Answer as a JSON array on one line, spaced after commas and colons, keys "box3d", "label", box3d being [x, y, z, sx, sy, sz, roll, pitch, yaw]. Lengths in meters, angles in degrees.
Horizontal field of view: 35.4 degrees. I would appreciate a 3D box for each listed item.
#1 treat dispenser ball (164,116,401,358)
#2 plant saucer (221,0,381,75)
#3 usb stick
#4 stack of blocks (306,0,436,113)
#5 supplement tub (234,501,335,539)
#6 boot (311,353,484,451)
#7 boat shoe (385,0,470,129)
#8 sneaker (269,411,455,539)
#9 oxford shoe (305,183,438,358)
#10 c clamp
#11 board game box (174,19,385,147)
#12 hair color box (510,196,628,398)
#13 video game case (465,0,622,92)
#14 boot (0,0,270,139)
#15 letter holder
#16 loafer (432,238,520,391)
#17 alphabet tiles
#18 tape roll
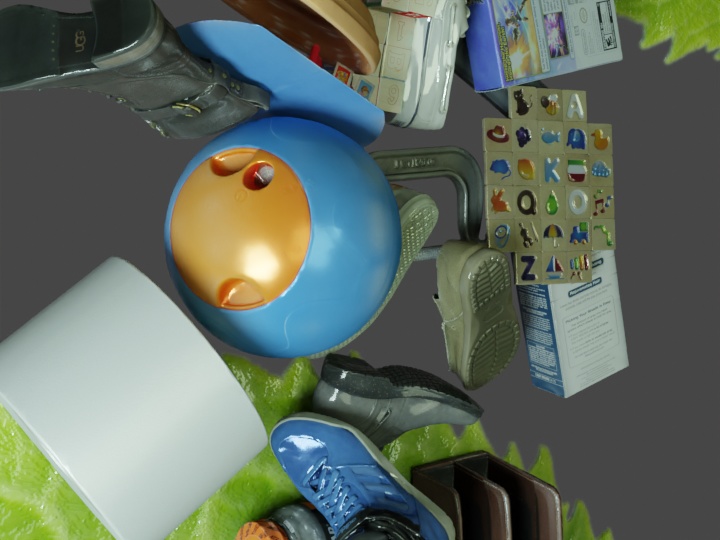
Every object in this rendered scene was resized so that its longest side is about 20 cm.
[{"box3d": [-0.065, -0.028, 0.948, 0.199, 0.200, 0.203, -7, 104, -31], "label": "treat dispenser ball"}, {"box3d": [-0.065, -0.225, 0.906, 0.200, 0.200, 0.038, 32, 88, -33], "label": "plant saucer"}, {"box3d": [0.121, -0.210, 1.131, 0.199, 0.033, 0.056, 34, 80, -33], "label": "usb stick"}, {"box3d": [0.013, -0.245, 1.005, 0.058, 0.115, 0.202, 5, 98, -33], "label": "stack of blocks"}, {"box3d": [-0.016, 0.284, 1.091, 0.199, 0.122, 0.124, 2, 99, -33], "label": "supplement tub"}, {"box3d": [0.022, 0.164, 1.133, 0.199, 0.070, 0.133, 16, 100, -28], "label": "boot"}, {"box3d": [0.069, -0.229, 1.037, 0.065, 0.072, 0.202, 7, 93, -24], "label": "boat shoe"}, {"box3d": [-0.009, 0.210, 1.004, 0.200, 0.111, 0.077, 40, 110, 4], "label": "sneaker"}, {"box3d": [0.000, 0.000, 1.065, 0.075, 0.058, 0.201, 2, 127, -54], "label": "oxford shoe"}, {"box3d": [0.065, -0.040, 1.133, 0.199, 0.027, 0.173, -1, 100, -33], "label": "c clamp"}, {"box3d": [-0.073, -0.165, 0.951, 0.199, 0.157, 0.039, 30, 66, -33], "label": "board game box"}, {"box3d": [0.227, 0.025, 1.231, 0.099, 0.060, 0.202, -21, 111, -28], "label": "hair color box"}, {"box3d": [0.173, -0.292, 1.118, 0.180, 0.045, 0.202, -18, 102, -36], "label": "video game case"}, {"box3d": [-0.192, -0.146, 0.901, 0.174, 0.198, 0.070, 38, 52, -63], "label": "boot"}, {"box3d": [0.132, 0.313, 1.180, 0.100, 0.142, 0.202, -7, 104, -31], "label": "letter holder"}, {"box3d": [0.116, 0.041, 1.146, 0.076, 0.067, 0.201, -26, 138, -21], "label": "loafer"}, {"box3d": [0.195, -0.087, 1.157, 0.165, 0.006, 0.202, -2, 90, -29], "label": "alphabet tiles"}, {"box3d": [-0.188, 0.108, 0.897, 0.139, 0.202, 0.203, -41, 119, -19], "label": "tape roll"}]
